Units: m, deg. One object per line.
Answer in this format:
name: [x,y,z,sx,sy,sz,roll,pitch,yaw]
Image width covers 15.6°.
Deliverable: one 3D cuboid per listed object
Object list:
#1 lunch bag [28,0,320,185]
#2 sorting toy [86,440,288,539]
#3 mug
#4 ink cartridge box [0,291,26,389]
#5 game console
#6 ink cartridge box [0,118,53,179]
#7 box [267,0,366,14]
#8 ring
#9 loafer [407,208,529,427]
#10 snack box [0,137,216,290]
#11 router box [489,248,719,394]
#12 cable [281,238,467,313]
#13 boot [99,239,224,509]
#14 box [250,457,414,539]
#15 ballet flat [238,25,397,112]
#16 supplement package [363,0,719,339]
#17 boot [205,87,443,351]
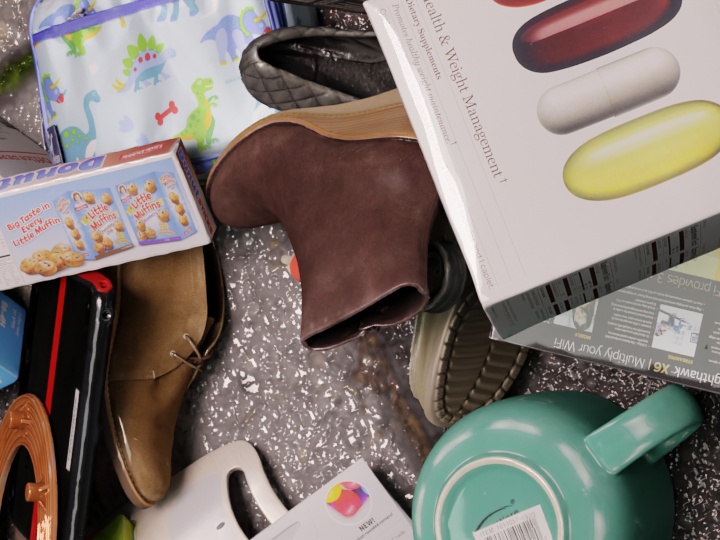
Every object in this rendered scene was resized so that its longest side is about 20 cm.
lunch bag: [-0.125,-0.138,1.782,0.199,0.082,0.162,-12,84,25]
sorting toy: [-0.108,0.216,1.790,0.180,0.107,0.200,-43,73,1]
mug: [0.114,0.140,1.652,0.152,0.114,0.186,22,102,24]
ink cartridge box: [-0.341,0.021,1.825,0.116,0.200,0.067,-24,44,29]
game console: [-0.200,0.095,1.794,0.177,0.031,0.201,-159,74,-68]
ink cartridge box: [-0.283,-0.072,1.840,0.200,0.116,0.068,34,105,22]
box: [0.054,-0.193,1.623,0.160,0.200,0.044,-8,88,27]
ring: [-0.242,0.184,1.812,0.200,0.019,0.201,-175,90,-69]
loafer: [0.071,0.001,1.695,0.068,0.075,0.201,26,107,53]
snack box: [-0.200,-0.032,1.740,0.199,0.024,0.072,-12,118,16]
router box: [0.192,-0.014,1.620,0.199,0.052,0.158,14,98,12]
cable: [0.000,0.000,1.691,0.200,0.050,0.098,36,108,63]
boot: [-0.133,0.060,1.787,0.075,0.074,0.201,-6,76,15]
box: [0.002,0.245,1.704,0.156,0.041,0.200,-36,74,-18]
ballet flat: [0.022,-0.125,1.686,0.199,0.057,0.067,-2,85,-4]
supplement package: [0.133,-0.092,1.517,0.199,0.147,0.192,-22,80,3]
boot: [-0.030,-0.024,1.648,0.199,0.072,0.167,-21,45,35]
